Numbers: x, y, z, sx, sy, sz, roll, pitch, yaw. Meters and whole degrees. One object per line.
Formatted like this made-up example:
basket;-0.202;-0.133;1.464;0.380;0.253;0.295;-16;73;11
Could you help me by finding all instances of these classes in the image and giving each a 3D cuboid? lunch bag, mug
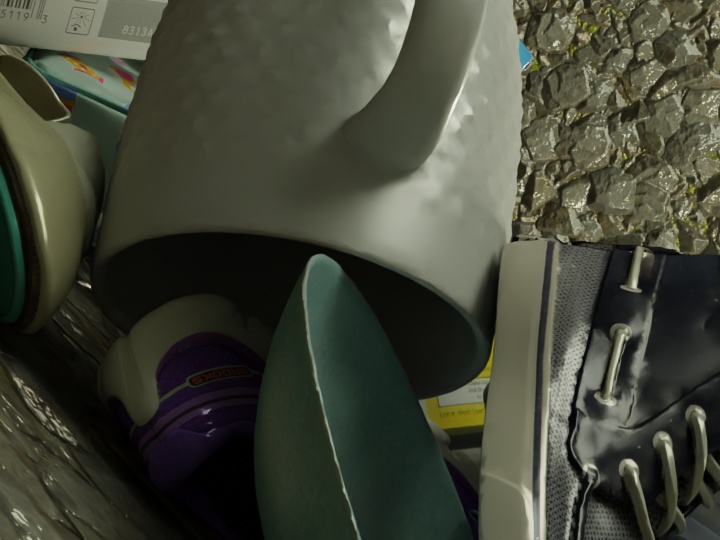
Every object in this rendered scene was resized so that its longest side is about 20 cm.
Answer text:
lunch bag;-0.104;-0.051;0.980;0.160;0.077;0.200;30;9;-6
mug;-0.002;-0.068;0.704;0.147;0.176;0.200;17;-25;-15

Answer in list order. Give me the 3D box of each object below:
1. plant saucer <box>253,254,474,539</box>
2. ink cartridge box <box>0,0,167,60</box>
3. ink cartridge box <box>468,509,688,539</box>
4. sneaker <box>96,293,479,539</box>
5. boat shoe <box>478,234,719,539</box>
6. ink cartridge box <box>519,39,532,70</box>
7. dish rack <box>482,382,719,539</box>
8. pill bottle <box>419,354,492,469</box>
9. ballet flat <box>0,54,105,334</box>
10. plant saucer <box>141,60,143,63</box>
plant saucer;0.006;0.095;0.598;0.201;0.039;0.202;-21;90;-81
ink cartridge box;-0.193;-0.161;0.958;0.160;0.050;0.200;1;26;-43
ink cartridge box;0.128;0.142;0.650;0.200;0.042;0.120;22;-29;50
sneaker;-0.018;0.089;0.706;0.200;0.081;0.084;33;25;-40
boat shoe;0.087;0.061;0.618;0.201;0.092;0.075;-82;168;-45
ink cartridge box;-0.032;-0.154;1.115;0.147;0.145;0.200;42;-1;45
dish rack;0.125;0.119;0.743;0.200;0.044;0.172;34;-21;29
pill bottle;0.000;0.000;0.847;0.112;0.111;0.201;39;41;-78
ballet flat;-0.130;-0.044;0.718;0.069;0.069;0.200;44;2;-44
plant saucer;-0.072;-0.057;1.187;0.200;0.050;0.200;44;0;0
